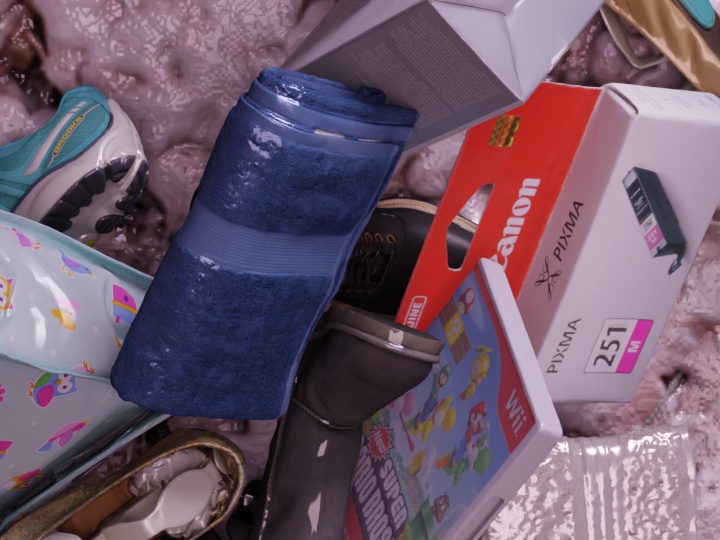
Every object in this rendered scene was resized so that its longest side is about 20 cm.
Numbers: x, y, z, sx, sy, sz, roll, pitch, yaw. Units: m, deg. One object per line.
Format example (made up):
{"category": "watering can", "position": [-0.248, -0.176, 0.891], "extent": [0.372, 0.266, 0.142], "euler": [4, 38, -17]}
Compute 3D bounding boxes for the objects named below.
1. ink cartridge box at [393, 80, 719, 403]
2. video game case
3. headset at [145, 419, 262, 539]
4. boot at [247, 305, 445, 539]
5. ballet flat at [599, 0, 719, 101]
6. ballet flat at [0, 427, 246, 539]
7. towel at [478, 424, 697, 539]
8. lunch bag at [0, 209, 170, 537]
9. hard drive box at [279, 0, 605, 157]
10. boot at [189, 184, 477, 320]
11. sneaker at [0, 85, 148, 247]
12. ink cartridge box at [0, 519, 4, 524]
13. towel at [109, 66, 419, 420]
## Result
{"category": "ink cartridge box", "position": [0.120, -0.014, 1.331], "extent": [0.173, 0.044, 0.201], "euler": [1, 120, -36]}
{"category": "video game case", "position": [0.036, 0.110, 1.286], "extent": [0.017, 0.143, 0.200], "euler": [20, 122, -28]}
{"category": "headset", "position": [-0.078, 0.169, 1.400], "extent": [0.123, 0.094, 0.201], "euler": [-35, 119, -4]}
{"category": "boot", "position": [-0.022, 0.126, 1.275], "extent": [0.072, 0.182, 0.201], "euler": [20, 80, -11]}
{"category": "ballet flat", "position": [0.202, -0.132, 1.377], "extent": [0.063, 0.069, 0.200], "euler": [-36, 103, 29]}
{"category": "ballet flat", "position": [-0.143, 0.153, 1.271], "extent": [0.199, 0.071, 0.071], "euler": [-35, 106, -28]}
{"category": "towel", "position": [0.127, 0.191, 1.284], "extent": [0.131, 0.034, 0.202], "euler": [-3, 95, -14]}
{"category": "lunch bag", "position": [-0.191, 0.067, 1.286], "extent": [0.170, 0.123, 0.199], "euler": [-37, 143, 29]}
{"category": "hard drive box", "position": [0.054, -0.146, 1.250], "extent": [0.077, 0.200, 0.156], "euler": [46, 64, -14]}
{"category": "boot", "position": [0.000, 0.000, 1.329], "extent": [0.198, 0.138, 0.078], "euler": [9, 101, -10]}
{"category": "sneaker", "position": [-0.208, -0.028, 1.336], "extent": [0.200, 0.077, 0.080], "euler": [-39, 60, 13]}
{"category": "ink cartridge box", "position": [-0.269, 0.217, 1.343], "extent": [0.198, 0.129, 0.126], "euler": [-1, 101, -9]}
{"category": "towel", "position": [-0.052, -0.009, 1.199], "extent": [0.111, 0.049, 0.201], "euler": [6, 120, -45]}
